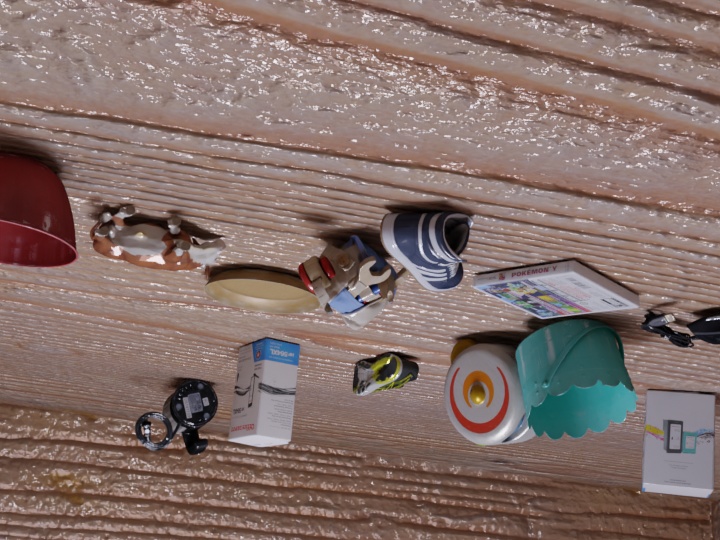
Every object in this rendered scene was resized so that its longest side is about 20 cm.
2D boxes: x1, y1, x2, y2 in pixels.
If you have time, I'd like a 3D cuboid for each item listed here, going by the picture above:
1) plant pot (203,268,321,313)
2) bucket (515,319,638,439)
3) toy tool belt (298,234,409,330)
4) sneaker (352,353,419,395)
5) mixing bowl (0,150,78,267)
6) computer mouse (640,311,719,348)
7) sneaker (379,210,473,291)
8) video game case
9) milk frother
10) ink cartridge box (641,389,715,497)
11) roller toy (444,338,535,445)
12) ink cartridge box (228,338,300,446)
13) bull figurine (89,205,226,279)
[{"bbox_3d":[-0.162,0.033,1.803,0.197,0.028,0.200,6,164,2],"label":"plant pot"},{"bbox_3d":[0.365,0.185,1.845,0.204,0.136,0.208,-7,148,-4],"label":"bucket"},{"bbox_3d":[0.000,0.000,1.535,0.122,0.126,0.200,-31,157,10],"label":"toy tool belt"},{"bbox_3d":[0.051,0.228,2.278,0.084,0.075,0.199,14,161,-26],"label":"sneaker"},{"bbox_3d":[-0.451,-0.085,1.379,0.197,0.110,0.200,6,163,2],"label":"mixing bowl"},{"bbox_3d":[0.543,0.080,1.702,0.139,0.047,0.199,22,162,-30],"label":"computer mouse"},{"bbox_3d":[0.118,-0.023,1.453,0.107,0.071,0.200,-3,158,32],"label":"sneaker"},{"bbox_3d":[0.301,0.032,1.654,0.181,0.023,0.199,-10,158,41],"label":"video game case"},{"bbox_3d":[-0.480,0.377,2.752,0.197,0.183,0.188,8,163,-17],"label":"milk frother"},{"bbox_3d":[0.682,0.372,2.318,0.144,0.203,0.147,3,163,14],"label":"ink cartridge box"},{"bbox_3d":[0.251,0.225,1.993,0.181,0.203,0.139,-6,173,43],"label":"roller toy"},{"bbox_3d":[-0.200,0.256,2.235,0.083,0.203,0.146,15,161,-28],"label":"ink cartridge box"},{"bbox_3d":[-0.291,-0.039,1.551,0.197,0.066,0.122,6,159,-8],"label":"bull figurine"}]
